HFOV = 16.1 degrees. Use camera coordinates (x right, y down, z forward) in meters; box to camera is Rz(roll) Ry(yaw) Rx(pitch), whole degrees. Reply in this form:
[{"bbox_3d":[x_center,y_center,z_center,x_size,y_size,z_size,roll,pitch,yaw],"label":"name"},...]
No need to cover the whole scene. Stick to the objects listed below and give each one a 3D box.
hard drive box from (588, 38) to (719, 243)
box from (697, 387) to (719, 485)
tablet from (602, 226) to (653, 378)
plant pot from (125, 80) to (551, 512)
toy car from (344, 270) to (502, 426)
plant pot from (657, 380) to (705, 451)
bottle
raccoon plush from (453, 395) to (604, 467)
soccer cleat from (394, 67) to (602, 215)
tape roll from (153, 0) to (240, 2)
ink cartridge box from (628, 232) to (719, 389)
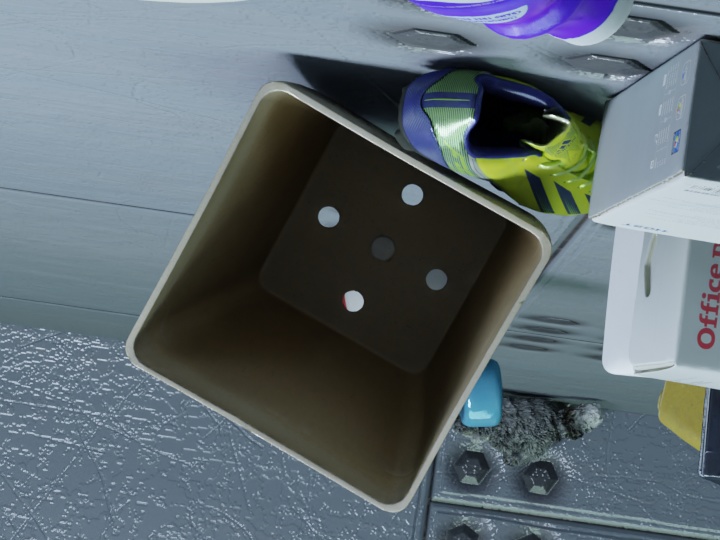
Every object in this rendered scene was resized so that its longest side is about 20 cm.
[{"bbox_3d":[0.229,-0.063,1.429,0.156,0.077,0.200,9,172,-9],"label":"hard drive box"},{"bbox_3d":[0.332,0.069,1.875,0.124,0.197,0.200,5,173,20],"label":"box"},{"bbox_3d":[0.266,0.016,1.787,0.200,0.130,0.014,4,175,30],"label":"tablet"},{"bbox_3d":[0.000,0.000,1.618,0.200,0.200,0.177,30,-165,3],"label":"plant pot"},{"bbox_3d":[0.033,0.045,2.206,0.184,0.177,0.200,-2,161,-4],"label":"toy car"},{"bbox_3d":[0.359,0.093,2.113,0.200,0.195,0.195,12,174,19],"label":"plant pot"},{"bbox_3d":[0.044,-0.140,1.063,0.083,0.065,0.200,1,170,37],"label":"bottle"},{"bbox_3d":[0.223,0.191,3.562,0.200,0.097,0.134,-31,136,30],"label":"raccoon plush"},{"bbox_3d":[0.110,-0.074,1.524,0.200,0.065,0.084,15,169,-41],"label":"soccer cleat"},{"bbox_3d":[-0.124,-0.165,1.172,0.202,0.037,0.203,8,172,1],"label":"tape roll"},{"bbox_3d":[0.287,0.010,1.659,0.200,0.146,0.088,10,172,-12],"label":"ink cartridge box"}]
